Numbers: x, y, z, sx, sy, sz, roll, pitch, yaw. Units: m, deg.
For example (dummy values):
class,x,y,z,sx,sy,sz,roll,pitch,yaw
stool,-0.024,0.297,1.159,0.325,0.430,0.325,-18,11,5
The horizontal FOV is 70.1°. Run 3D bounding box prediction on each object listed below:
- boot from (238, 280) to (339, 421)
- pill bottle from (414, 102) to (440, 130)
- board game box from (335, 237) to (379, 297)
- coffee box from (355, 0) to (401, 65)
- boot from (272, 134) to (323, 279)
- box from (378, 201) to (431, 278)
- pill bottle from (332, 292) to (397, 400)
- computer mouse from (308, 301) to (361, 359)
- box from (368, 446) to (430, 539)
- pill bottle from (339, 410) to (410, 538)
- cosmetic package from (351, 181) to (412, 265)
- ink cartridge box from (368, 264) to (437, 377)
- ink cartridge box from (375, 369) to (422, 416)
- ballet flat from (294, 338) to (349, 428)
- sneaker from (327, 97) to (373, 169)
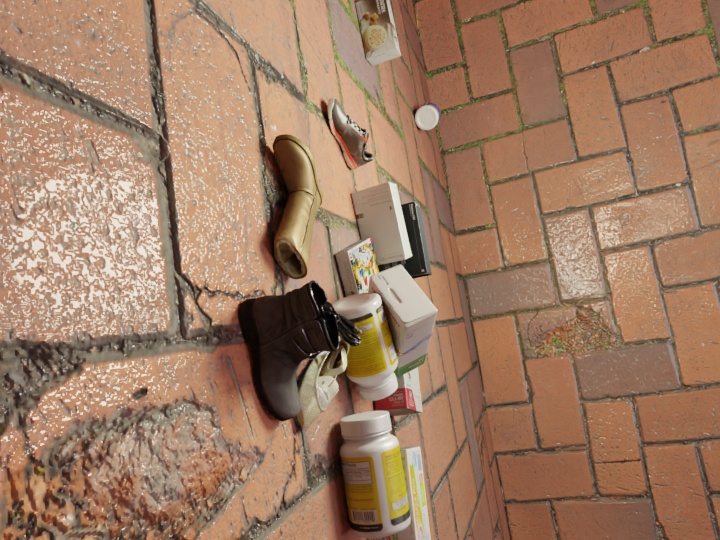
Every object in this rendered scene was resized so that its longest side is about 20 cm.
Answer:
class,x,y,z,sx,sy,sz,roll,pitch,yaw
boot,-0.089,0.122,0.742,0.070,0.131,0.201,-52,128,-67
pill bottle,0.335,-0.762,2.523,0.200,0.115,0.117,-59,135,-62
board game box,0.000,0.000,1.225,0.200,0.034,0.127,-38,116,-69
coffee box,0.062,-0.833,1.774,0.080,0.113,0.202,-6,85,-71
boot,-0.118,-0.116,0.905,0.201,0.066,0.176,-81,153,-43
box,0.110,-0.074,1.426,0.079,0.140,0.202,10,70,-69
pill bottle,0.011,0.156,1.047,0.112,0.112,0.202,-47,123,-67
computer mouse,-0.077,0.113,0.892,0.109,0.044,0.200,40,22,17
box,0.074,0.475,1.059,0.112,0.101,0.202,34,47,-64
pill bottle,0.023,0.371,0.952,0.114,0.113,0.202,13,67,-70
cosmetic package,0.057,-0.118,1.345,0.081,0.112,0.202,-16,92,-72
ink cartridge box,0.081,0.110,1.109,0.145,0.083,0.201,53,-26,34
ink cartridge box,0.088,0.247,1.262,0.145,0.083,0.202,41,41,-62
ballet flat,-0.062,0.184,0.895,0.201,0.062,0.068,-73,146,-54
sneaker,-0.020,-0.354,1.301,0.077,0.081,0.201,-84,155,-42
